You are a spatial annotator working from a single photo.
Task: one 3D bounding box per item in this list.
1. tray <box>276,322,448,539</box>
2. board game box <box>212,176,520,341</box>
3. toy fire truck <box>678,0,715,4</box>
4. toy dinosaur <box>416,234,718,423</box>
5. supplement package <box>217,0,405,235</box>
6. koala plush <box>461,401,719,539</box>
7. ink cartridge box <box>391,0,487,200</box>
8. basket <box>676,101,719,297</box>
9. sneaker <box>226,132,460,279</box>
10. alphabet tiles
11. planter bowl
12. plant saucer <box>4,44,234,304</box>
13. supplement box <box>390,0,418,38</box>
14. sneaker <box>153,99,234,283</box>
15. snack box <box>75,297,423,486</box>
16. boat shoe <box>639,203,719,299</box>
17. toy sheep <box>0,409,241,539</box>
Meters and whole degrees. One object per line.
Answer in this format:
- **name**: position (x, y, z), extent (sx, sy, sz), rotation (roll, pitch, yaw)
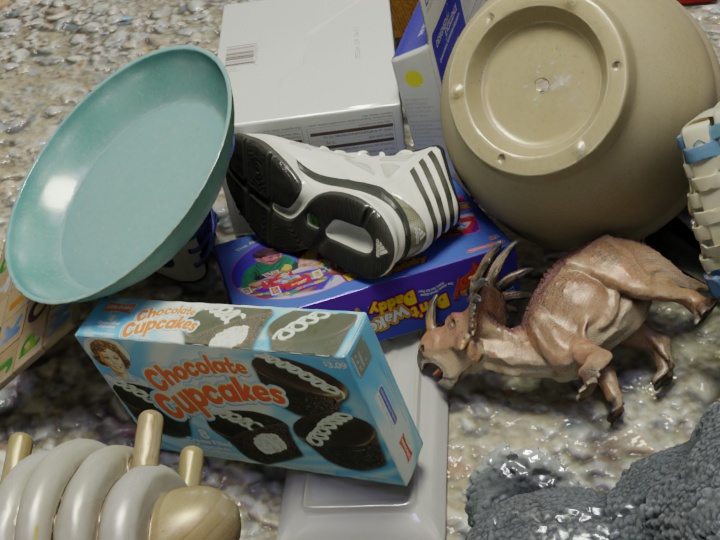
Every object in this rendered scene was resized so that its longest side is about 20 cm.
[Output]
- **tray**: position (0.005, 0.097, 0.719), extent (0.106, 0.022, 0.201), rotation (-4, 42, 9)
- **board game box**: position (0.000, 0.000, 0.786), extent (0.197, 0.045, 0.135), rotation (-16, 28, -8)
- **toy fire truck**: position (0.248, -0.257, 1.042), extent (0.197, 0.049, 0.142), rotation (-1, 42, 12)
- **toy dinosaur**: position (0.142, 0.020, 0.705), extent (0.199, 0.086, 0.136), rotation (-30, 58, -18)
- **supplement package**: position (-0.041, -0.143, 0.929), extent (0.153, 0.112, 0.201), rotation (-7, 41, 4)
- **koala plush**: position (0.135, 0.151, 0.533), extent (0.197, 0.185, 0.179), rotation (-7, 39, 23)
- **ink cartridge box**: position (0.074, -0.187, 0.884), extent (0.046, 0.202, 0.199), rotation (-2, 40, 23)
- **basket**: position (0.290, -0.029, 0.663), extent (0.138, 0.202, 0.176), rotation (-26, 4, 44)
- **sneaker**: position (-0.008, -0.059, 0.792), extent (0.114, 0.077, 0.199), rotation (-22, 36, -37)
- **alphabet tiles**: position (-0.252, 0.010, 0.805), extent (0.167, 0.008, 0.202), rotation (-37, 37, 26)
- **planter bowl**: position (0.136, -0.117, 0.727), extent (0.198, 0.203, 0.134), rotation (14, 4, 26)
- **plant saucer**: position (-0.153, -0.059, 0.716), extent (0.198, 0.036, 0.202), rotation (-22, 49, 26)
- **supplement box**: position (0.063, -0.268, 1.048), extent (0.198, 0.069, 0.067), rotation (11, 48, 45)
- **sneaker**: position (-0.143, -0.055, 0.835), extent (0.198, 0.114, 0.082), rotation (-27, 45, 42)
- **snack box**: position (-0.069, 0.073, 0.664), extent (0.198, 0.117, 0.037), rotation (2, 45, 30)
- **boat shoe**: position (0.218, -0.044, 0.794), extent (0.063, 0.071, 0.199), rotation (-32, 47, -25)
- **toy sheep**: position (-0.158, 0.158, 0.609), extent (0.197, 0.139, 0.139), rotation (-14, 39, 19)
